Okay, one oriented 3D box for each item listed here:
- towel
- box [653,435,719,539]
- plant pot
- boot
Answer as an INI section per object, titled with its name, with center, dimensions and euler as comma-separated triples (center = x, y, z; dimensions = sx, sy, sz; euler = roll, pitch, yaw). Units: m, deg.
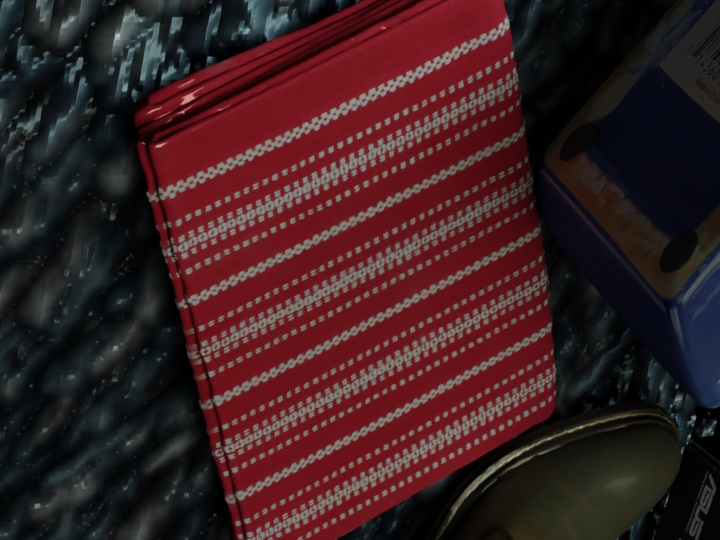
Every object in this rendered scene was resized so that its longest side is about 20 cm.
[towel]
center = 0.000, 0.000, 0.933
dimensions = 0.144, 0.022, 0.201
euler = -27, 129, -21
[box]
center = 0.186, 0.156, 1.119
dimensions = 0.192, 0.047, 0.201
euler = -1, 118, -36
[plant pot]
center = 0.184, -0.017, 0.919
dimensions = 0.180, 0.200, 0.200
euler = 38, 98, -24
[boot]
center = 0.058, 0.131, 0.996
dimensions = 0.199, 0.097, 0.075
euler = -35, 130, -12
